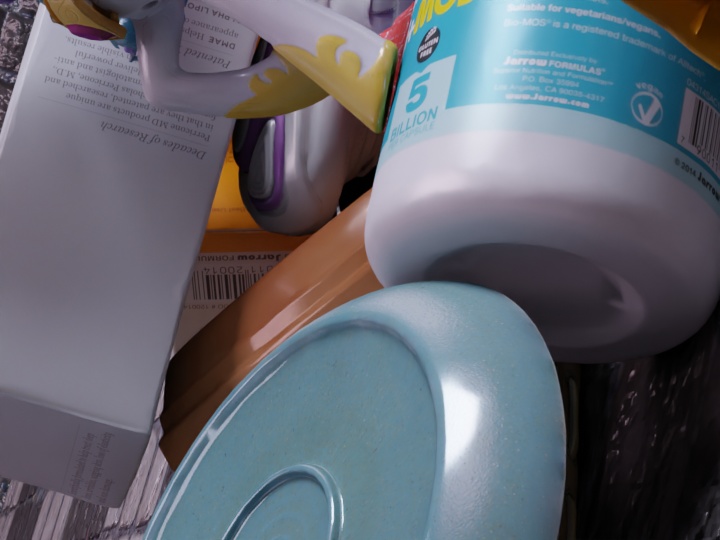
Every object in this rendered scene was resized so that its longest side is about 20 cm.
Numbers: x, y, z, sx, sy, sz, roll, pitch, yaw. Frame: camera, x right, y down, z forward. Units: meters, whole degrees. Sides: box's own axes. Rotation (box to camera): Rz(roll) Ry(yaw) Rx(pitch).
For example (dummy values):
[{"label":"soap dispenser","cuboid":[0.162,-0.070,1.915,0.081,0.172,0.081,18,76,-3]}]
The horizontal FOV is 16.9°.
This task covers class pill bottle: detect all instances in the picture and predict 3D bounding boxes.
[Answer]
[{"label":"pill bottle","cuboid":[0.072,-0.080,0.767,0.111,0.110,0.201,130,156,-62]}]

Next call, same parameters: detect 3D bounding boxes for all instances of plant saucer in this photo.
[{"label":"plant saucer","cuboid":[0.000,0.000,0.899,0.200,0.038,0.200,-38,-2,-1]},{"label":"plant saucer","cuboid":[-0.018,0.089,0.688,0.200,0.027,0.201,-40,35,35]}]

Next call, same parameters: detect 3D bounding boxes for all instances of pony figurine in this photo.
[{"label":"pony figurine","cuboid":[-0.073,-0.141,0.784,0.167,0.199,0.194,66,-145,-81]}]

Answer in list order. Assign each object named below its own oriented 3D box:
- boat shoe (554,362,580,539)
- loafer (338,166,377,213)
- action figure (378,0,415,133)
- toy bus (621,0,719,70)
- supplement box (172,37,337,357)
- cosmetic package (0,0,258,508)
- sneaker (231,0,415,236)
[{"label":"boat shoe","cuboid":[0.045,0.090,0.791,0.073,0.063,0.201,-23,47,40]},{"label":"loafer","cuboid":[0.025,-0.050,1.086,0.201,0.068,0.071,-99,-13,-47]},{"label":"action figure","cuboid":[0.047,-0.089,0.876,0.065,0.052,0.200,-37,1,34]},{"label":"toy bus","cuboid":[0.144,-0.155,0.534,0.192,0.135,0.200,-64,1,-41]},{"label":"supplement box","cuboid":[-0.045,0.007,1.085,0.201,0.073,0.126,88,180,-48]},{"label":"cosmetic package","cuboid":[-0.094,-0.027,0.879,0.113,0.081,0.201,122,162,-70]},{"label":"sneaker","cuboid":[0.009,-0.079,0.921,0.200,0.099,0.075,-75,8,-51]}]
